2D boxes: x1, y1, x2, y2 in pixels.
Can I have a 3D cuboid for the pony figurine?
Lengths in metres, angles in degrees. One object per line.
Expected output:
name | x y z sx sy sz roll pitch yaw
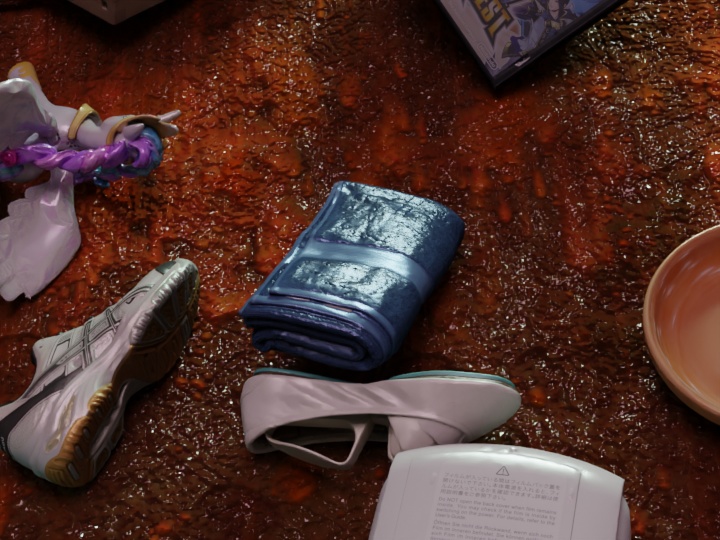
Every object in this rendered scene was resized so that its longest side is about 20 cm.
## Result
pony figurine | -0.261 -0.093 1.289 0.199 0.168 0.193 17 41 42

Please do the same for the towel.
towel | 0.000 0.000 1.180 0.111 0.049 0.200 11 30 16

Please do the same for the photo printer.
photo printer | 0.080 0.195 1.010 0.164 0.070 0.201 5 47 12

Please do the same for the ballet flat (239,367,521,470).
ballet flat | 0.010 0.106 1.114 0.198 0.070 0.070 1 46 17

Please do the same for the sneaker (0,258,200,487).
sneaker | -0.190 0.057 1.170 0.087 0.076 0.201 18 51 22

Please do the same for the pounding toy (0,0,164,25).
pounding toy | -0.246 -0.302 1.498 0.183 0.143 0.199 30 46 29

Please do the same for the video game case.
video game case | 0.132 -0.284 1.385 0.180 0.026 0.201 -34 81 2

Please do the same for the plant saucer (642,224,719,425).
plant saucer | 0.297 0.045 1.150 0.198 0.038 0.201 -4 47 4
